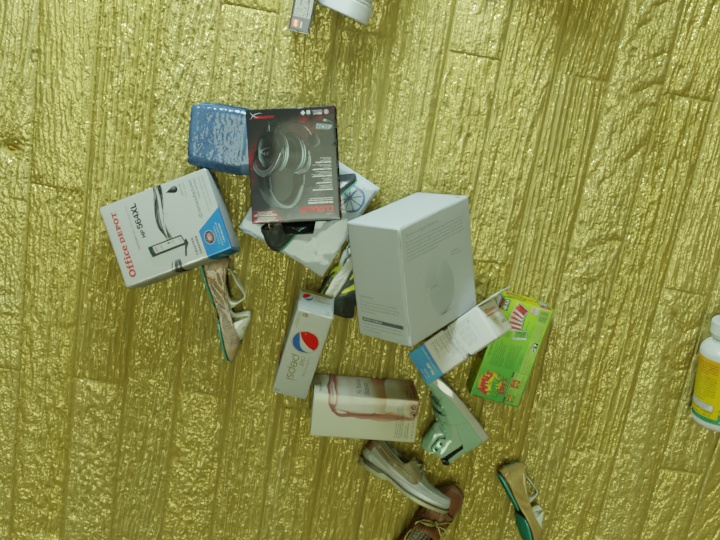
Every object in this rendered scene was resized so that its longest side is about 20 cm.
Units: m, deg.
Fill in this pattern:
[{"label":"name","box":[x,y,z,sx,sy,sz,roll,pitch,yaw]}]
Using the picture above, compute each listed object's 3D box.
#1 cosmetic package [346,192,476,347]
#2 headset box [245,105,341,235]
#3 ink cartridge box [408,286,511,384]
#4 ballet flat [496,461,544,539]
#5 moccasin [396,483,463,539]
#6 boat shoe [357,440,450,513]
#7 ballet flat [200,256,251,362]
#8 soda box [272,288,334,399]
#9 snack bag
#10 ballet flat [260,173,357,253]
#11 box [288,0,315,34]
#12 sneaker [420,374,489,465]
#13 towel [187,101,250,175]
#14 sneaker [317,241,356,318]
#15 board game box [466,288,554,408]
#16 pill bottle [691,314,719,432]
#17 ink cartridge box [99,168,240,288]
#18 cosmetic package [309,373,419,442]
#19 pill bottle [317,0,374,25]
[{"label":"cosmetic package","box":[0.091,-0.010,1.421,0.121,0.198,0.204,11,115,40]},{"label":"headset box","box":[-0.106,-0.161,1.362,0.145,0.077,0.205,-2,95,2]},{"label":"ink cartridge box","box":[0.195,0.115,1.490,0.199,0.116,0.068,-38,81,23]},{"label":"ballet flat","box":[0.334,0.472,1.661,0.062,0.069,0.203,-26,108,-10]},{"label":"moccasin","box":[0.134,0.509,1.651,0.073,0.078,0.202,41,99,-11]},{"label":"boat shoe","box":[0.093,0.391,1.599,0.198,0.075,0.069,31,87,6]},{"label":"ballet flat","box":[-0.235,0.069,1.507,0.066,0.068,0.204,-13,108,-2]},{"label":"soda box","box":[-0.104,0.134,1.504,0.067,0.064,0.203,14,125,-8]},{"label":"snack bag","box":[-0.092,-0.111,1.485,0.186,0.021,0.202,30,102,-10]},{"label":"ballet flat","box":[-0.096,-0.115,1.439,0.199,0.073,0.073,-41,105,11]},{"label":"box","box":[-0.079,-0.484,1.330,0.034,0.110,0.204,11,106,-7]},{"label":"sneaker","box":[0.148,0.283,1.585,0.118,0.074,0.201,-38,108,1]},{"label":"towel","box":[-0.194,-0.218,1.420,0.196,0.049,0.114,9,99,-1]},{"label":"sneaker","box":[0.000,0.000,1.504,0.084,0.075,0.201,31,111,-18]},{"label":"board game box","box":[0.280,0.148,1.569,0.100,0.048,0.204,15,105,-7]},{"label":"pill bottle","box":[0.694,0.193,1.573,0.110,0.113,0.204,1,106,-4]},{"label":"ink cartridge box","box":[-0.326,-0.070,1.434,0.196,0.084,0.149,-20,90,2]},{"label":"cosmetic package","box":[0.005,0.256,1.558,0.195,0.104,0.089,4,105,-6]},{"label":"pill bottle","box":[0.009,-0.505,1.323,0.118,0.120,0.203,20,104,-9]}]
